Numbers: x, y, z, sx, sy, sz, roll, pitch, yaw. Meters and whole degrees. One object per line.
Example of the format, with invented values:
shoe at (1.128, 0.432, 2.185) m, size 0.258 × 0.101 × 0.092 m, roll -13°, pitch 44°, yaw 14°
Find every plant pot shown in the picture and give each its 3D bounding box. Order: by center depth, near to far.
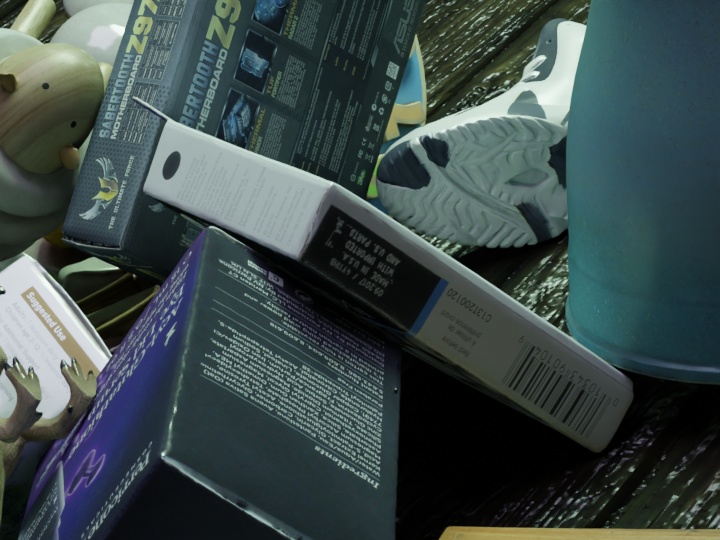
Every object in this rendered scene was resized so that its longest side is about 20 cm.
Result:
plant pot at (0.181, -0.074, 1.178) m, size 0.199 × 0.189 × 0.200 m, roll -8°, pitch 20°, yaw 3°

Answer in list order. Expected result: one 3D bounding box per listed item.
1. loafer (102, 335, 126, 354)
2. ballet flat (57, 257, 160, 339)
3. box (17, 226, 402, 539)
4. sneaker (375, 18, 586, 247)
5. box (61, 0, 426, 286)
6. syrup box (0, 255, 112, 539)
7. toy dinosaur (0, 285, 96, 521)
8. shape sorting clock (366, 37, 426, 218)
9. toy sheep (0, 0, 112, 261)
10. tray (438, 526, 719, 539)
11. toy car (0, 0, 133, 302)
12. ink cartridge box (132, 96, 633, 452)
loafer at (-0.147, 0.062, 1.257) m, size 0.199 × 0.071 × 0.073 m, roll -31°, pitch -16°, yaw -24°
ballet flat at (-0.163, 0.032, 1.367) m, size 0.199 × 0.063 × 0.069 m, roll -23°, pitch 25°, yaw -11°
box at (-0.065, 0.101, 1.038) m, size 0.148 × 0.104 × 0.200 m, roll -53°, pitch 13°, yaw 21°
sneaker at (0.097, -0.080, 1.410) m, size 0.198 × 0.080 × 0.130 m, roll -20°, pitch 23°, yaw -4°
box at (-0.055, -0.083, 1.314) m, size 0.051 × 0.157 × 0.201 m, roll 9°, pitch 80°, yaw 42°
syrup box at (-0.197, 0.092, 1.165) m, size 0.200 × 0.079 × 0.081 m, roll -38°, pitch 65°, yaw -10°
toy dinosaur at (-0.160, 0.076, 1.089) m, size 0.101 × 0.058 × 0.200 m, roll -44°, pitch 49°, yaw 20°
shape sorting clock at (-0.038, -0.101, 1.398) m, size 0.200 × 0.201 × 0.039 m, roll -35°, pitch 17°, yaw -33°
toy sheep at (-0.205, -0.064, 1.320) m, size 0.199 × 0.138 × 0.138 m, roll -26°, pitch 15°, yaw 39°
tray at (0.107, 0.140, 1.004) m, size 0.199 × 0.037 × 0.099 m, roll -2°, pitch 29°, yaw 28°
toy car at (-0.116, -0.069, 1.467) m, size 0.149 × 0.176 × 0.200 m, roll 17°, pitch 24°, yaw -8°
ink cartridge box at (0.000, 0.000, 1.190) m, size 0.044 × 0.198 × 0.200 m, roll -59°, pitch 33°, yaw -2°
